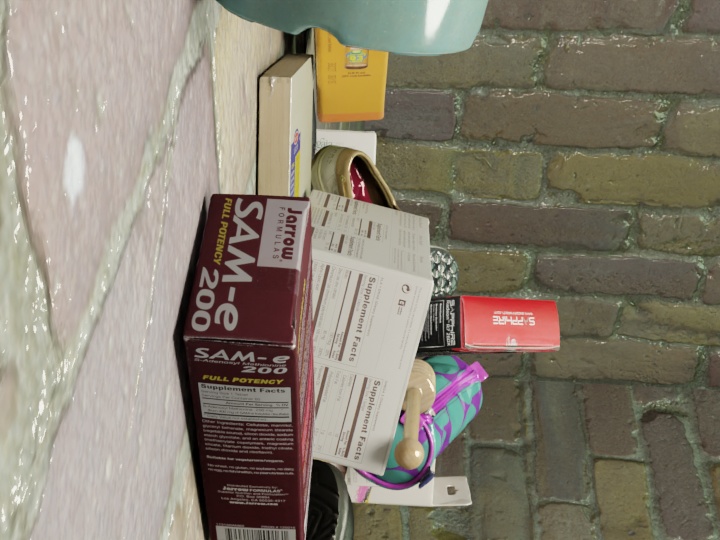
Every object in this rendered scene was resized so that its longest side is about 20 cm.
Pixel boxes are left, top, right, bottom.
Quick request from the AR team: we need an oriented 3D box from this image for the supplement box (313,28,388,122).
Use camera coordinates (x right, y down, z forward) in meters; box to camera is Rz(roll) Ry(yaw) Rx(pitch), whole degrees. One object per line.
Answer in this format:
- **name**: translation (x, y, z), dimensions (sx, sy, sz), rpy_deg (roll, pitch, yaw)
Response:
- **supplement box**: translation (-0.009, -0.204, 0.998), dimensions (0.200, 0.065, 0.070), rpy_deg (96, -9, -72)

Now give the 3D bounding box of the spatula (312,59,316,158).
- **spatula**: translation (-0.047, -0.208, 1.206), dimensions (0.057, 0.020, 0.203), rpy_deg (59, 34, -64)

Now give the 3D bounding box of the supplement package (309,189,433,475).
- **supplement package**: translation (-0.012, 0.041, 0.906), dimensions (0.200, 0.109, 0.158), rpy_deg (-79, -177, -75)

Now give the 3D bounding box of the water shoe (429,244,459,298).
- **water shoe**: translation (0.000, 0.000, 1.078), dimensions (0.078, 0.197, 0.073), rpy_deg (-10, -111, 57)

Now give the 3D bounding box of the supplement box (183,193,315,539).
- **supplement box**: translation (-0.058, 0.067, 0.653), dimensions (0.110, 0.060, 0.202), rpy_deg (-87, 179, -45)

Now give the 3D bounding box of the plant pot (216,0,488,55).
- **plant pot**: translation (0.008, -0.225, 0.574), dimensions (0.201, 0.197, 0.199), rpy_deg (-83, -177, -68)

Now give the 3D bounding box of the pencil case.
- **pencil case**: translation (0.059, 0.142, 1.093), dimensions (0.086, 0.092, 0.200), rpy_deg (52, 21, 4)

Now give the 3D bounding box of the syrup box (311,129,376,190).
- **syrup box**: translation (-0.024, -0.055, 1.281), dimensions (0.081, 0.077, 0.204), rpy_deg (69, 24, -87)

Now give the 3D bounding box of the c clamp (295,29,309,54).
- **c clamp**: translation (-0.050, -0.304, 1.040), dimensions (0.172, 0.027, 0.202), rpy_deg (98, -4, -48)

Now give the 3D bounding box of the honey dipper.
- **honey dipper**: translation (0.043, 0.116, 0.906), dimensions (0.200, 0.037, 0.039), rpy_deg (-77, 169, -78)

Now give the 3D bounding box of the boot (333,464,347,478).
- **boot**: translation (-0.049, 0.233, 1.046), dimensions (0.200, 0.071, 0.169), rpy_deg (-63, 155, -62)

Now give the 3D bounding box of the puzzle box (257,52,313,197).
- **puzzle box**: translation (-0.060, -0.103, 0.926), dimensions (0.200, 0.025, 0.135), rpy_deg (-80, 173, -75)

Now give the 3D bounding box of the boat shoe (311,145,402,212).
- **boat shoe**: translation (0.015, -0.042, 1.202), dimensions (0.074, 0.066, 0.201), rpy_deg (-45, 116, -27)

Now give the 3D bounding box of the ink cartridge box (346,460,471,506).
- **ink cartridge box**: translation (0.021, 0.203, 1.213), dimensions (0.116, 0.196, 0.069), rpy_deg (-72, 165, -84)

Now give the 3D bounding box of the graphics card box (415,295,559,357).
- **graphics card box**: translation (0.073, 0.055, 1.062), dimensions (0.199, 0.124, 0.052), rpy_deg (-10, -100, 52)

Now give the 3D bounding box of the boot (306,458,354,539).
- **boot**: translation (-0.025, 0.267, 0.917), dimensions (0.157, 0.078, 0.215), rpy_deg (27, 73, -56)
